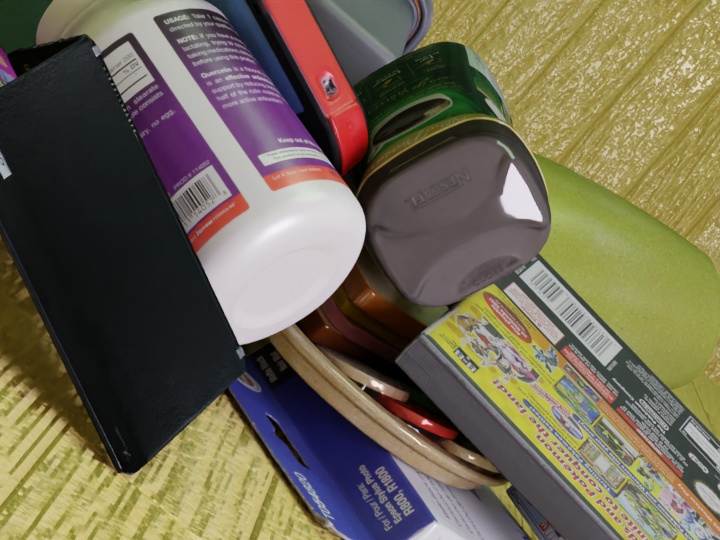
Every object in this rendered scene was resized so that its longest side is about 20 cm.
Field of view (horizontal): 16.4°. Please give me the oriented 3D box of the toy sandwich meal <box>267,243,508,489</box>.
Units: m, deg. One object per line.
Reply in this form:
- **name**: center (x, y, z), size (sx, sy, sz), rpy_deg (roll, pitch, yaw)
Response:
- **toy sandwich meal**: center (0.021, 0.039, 1.396), size (0.205, 0.070, 0.205), rpy_deg (38, 10, -8)

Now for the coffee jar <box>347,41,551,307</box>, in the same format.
- **coffee jar**: center (0.044, -0.055, 1.391), size (0.086, 0.104, 0.200), rpy_deg (59, 7, -20)

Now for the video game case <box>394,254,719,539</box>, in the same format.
- **video game case**: center (0.125, 0.087, 1.368), size (0.200, 0.026, 0.181), rpy_deg (46, 27, 4)

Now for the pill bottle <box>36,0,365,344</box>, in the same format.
- **pill bottle**: center (-0.090, -0.065, 1.314), size (0.200, 0.112, 0.112), rpy_deg (55, 13, 25)

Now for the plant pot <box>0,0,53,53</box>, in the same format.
- **plant pot**: center (-0.173, -0.194, 1.582), size (0.200, 0.161, 0.201), rpy_deg (35, 17, -12)

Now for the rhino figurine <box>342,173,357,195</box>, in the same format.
- **rhino figurine**: center (0.000, 0.000, 1.538), size (0.059, 0.201, 0.087), rpy_deg (-3, 2, -17)

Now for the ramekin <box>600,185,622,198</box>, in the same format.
- **ramekin**: center (0.135, 0.033, 1.861), size (0.202, 0.202, 0.094), rpy_deg (43, -32, 10)

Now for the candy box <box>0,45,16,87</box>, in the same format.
- **candy box**: center (-0.256, -0.121, 1.266), size (0.200, 0.061, 0.136), rpy_deg (33, 13, -49)

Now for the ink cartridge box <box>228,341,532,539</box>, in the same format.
- **ink cartridge box**: center (0.017, 0.112, 1.387), size (0.200, 0.041, 0.200), rpy_deg (35, 11, -40)

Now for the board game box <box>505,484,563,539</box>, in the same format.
- **board game box**: center (0.174, 0.195, 1.436), size (0.200, 0.062, 0.200), rpy_deg (54, 4, 21)

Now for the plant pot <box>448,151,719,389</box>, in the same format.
- **plant pot**: center (0.123, 0.017, 1.586), size (0.199, 0.188, 0.187), rpy_deg (11, 22, -27)

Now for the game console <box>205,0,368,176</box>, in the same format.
- **game console**: center (-0.077, -0.135, 1.388), size (0.201, 0.031, 0.177), rpy_deg (62, -25, -7)

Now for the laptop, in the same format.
- **laptop**: center (-0.138, -0.010, 1.179), size (0.200, 0.103, 0.178), rpy_deg (3, -60, 66)

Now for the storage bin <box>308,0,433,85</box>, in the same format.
- **storage bin**: center (-0.057, -0.136, 1.702), size (0.145, 0.200, 0.134), rpy_deg (40, 17, -12)
